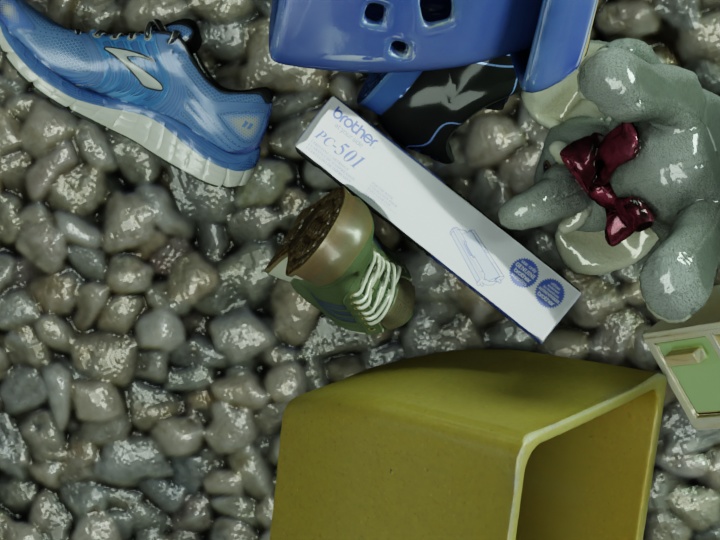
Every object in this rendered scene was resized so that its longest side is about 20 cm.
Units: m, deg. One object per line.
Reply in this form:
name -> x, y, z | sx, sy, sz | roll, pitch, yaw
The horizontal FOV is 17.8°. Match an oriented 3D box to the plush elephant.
plush elephant -> 0.159, -0.061, 1.429 | 0.155, 0.200, 0.165 | -16, 99, 37

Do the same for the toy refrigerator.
toy refrigerator -> 0.260, 0.049, 1.405 | 0.070, 0.200, 0.076 | -33, 98, -23

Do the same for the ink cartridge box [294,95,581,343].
ink cartridge box -> 0.049, -0.033, 1.475 | 0.200, 0.094, 0.044 | 38, 91, -1

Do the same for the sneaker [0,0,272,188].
sneaker -> -0.147, -0.135, 1.508 | 0.200, 0.079, 0.089 | 27, 99, -5

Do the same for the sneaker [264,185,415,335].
sneaker -> 0.000, 0.000, 1.451 | 0.090, 0.200, 0.067 | 33, 83, -8

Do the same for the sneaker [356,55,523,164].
sneaker -> 0.088, -0.157, 1.462 | 0.078, 0.070, 0.200 | 39, 107, -15

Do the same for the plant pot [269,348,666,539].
plant pot -> 0.055, 0.150, 1.474 | 0.200, 0.195, 0.194 | 16, 109, 31

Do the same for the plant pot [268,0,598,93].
plant pot -> 0.052, -0.215, 1.314 | 0.180, 0.200, 0.200 | 12, 107, -3
